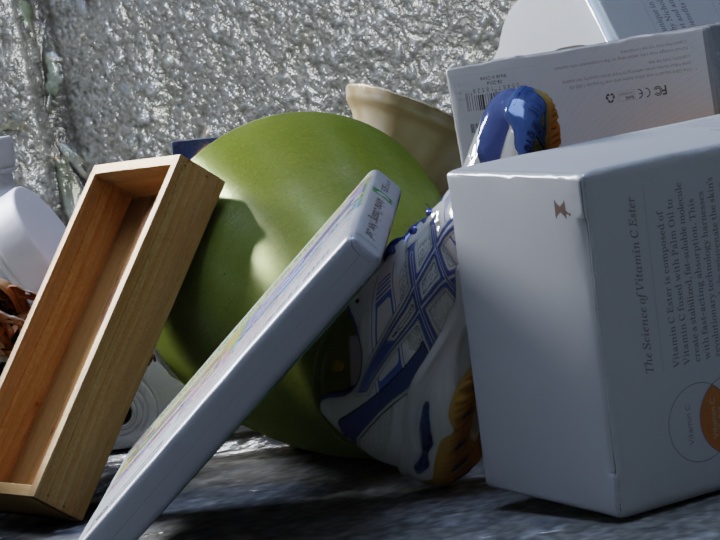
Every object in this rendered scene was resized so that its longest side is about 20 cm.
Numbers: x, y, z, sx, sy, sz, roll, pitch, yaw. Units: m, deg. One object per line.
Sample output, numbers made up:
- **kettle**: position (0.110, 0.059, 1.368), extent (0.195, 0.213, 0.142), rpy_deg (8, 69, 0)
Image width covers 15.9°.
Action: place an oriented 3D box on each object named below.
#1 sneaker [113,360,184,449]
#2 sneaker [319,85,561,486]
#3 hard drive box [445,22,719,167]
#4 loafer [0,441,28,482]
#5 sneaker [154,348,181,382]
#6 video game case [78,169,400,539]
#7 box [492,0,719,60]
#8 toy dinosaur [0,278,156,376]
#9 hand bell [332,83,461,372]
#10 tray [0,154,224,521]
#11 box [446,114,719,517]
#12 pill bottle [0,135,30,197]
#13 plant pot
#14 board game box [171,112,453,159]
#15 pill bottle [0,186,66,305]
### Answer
- **sneaker**: position (-0.176, 0.074, 1.637), extent (0.199, 0.073, 0.112), rpy_deg (-8, 4, 17)
- **sneaker**: position (0.034, 0.001, 1.237), extent (0.088, 0.201, 0.075), rpy_deg (22, 13, 22)
- **hard drive box**: position (0.141, -0.020, 1.330), extent (0.156, 0.201, 0.077), rpy_deg (-6, 5, 33)
- **loafer**: position (-0.263, 0.105, 1.440), extent (0.199, 0.073, 0.073), rpy_deg (-10, 4, -8)
- **sneaker**: position (-0.072, 0.030, 1.586), extent (0.200, 0.076, 0.105), rpy_deg (17, 20, -46)
- **video game case**: position (-0.055, 0.045, 1.218), extent (0.200, 0.022, 0.182), rpy_deg (-49, 5, 11)
- **box**: position (0.189, -0.104, 1.768), extent (0.130, 0.200, 0.199), rpy_deg (-6, -35, -23)
- **toy dinosaur**: position (-0.224, 0.052, 1.502), extent (0.200, 0.136, 0.102), rpy_deg (15, 37, 34)
- **hand bell**: position (0.000, 0.000, 1.530), extent (0.104, 0.200, 0.104), rpy_deg (23, -6, 3)
- **tray**: position (-0.147, 0.036, 1.394), extent (0.037, 0.200, 0.099), rpy_deg (32, -19, -29)
- **box**: position (0.157, 0.012, 1.174), extent (0.200, 0.153, 0.106), rpy_deg (-12, 9, -30)
- **pill bottle**: position (-0.283, 0.005, 1.908), extent (0.112, 0.201, 0.112), rpy_deg (-10, 5, 1)
- **plant pot**: position (-0.007, 0.026, 1.395), extent (0.187, 0.188, 0.200), rpy_deg (-11, 18, -15)
- **board game box**: position (-0.021, -0.077, 1.828), extent (0.199, 0.035, 0.135), rpy_deg (-5, -6, 10)
- **pill bottle**: position (-0.283, 0.033, 1.707), extent (0.200, 0.111, 0.111), rpy_deg (-35, 0, 11)
